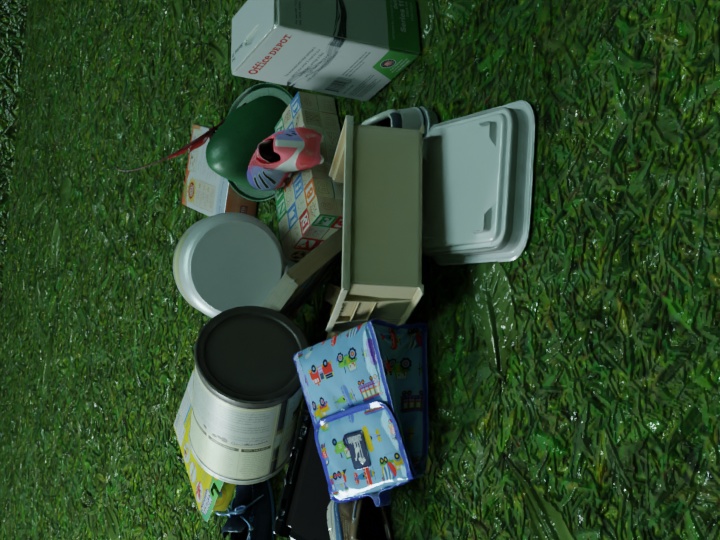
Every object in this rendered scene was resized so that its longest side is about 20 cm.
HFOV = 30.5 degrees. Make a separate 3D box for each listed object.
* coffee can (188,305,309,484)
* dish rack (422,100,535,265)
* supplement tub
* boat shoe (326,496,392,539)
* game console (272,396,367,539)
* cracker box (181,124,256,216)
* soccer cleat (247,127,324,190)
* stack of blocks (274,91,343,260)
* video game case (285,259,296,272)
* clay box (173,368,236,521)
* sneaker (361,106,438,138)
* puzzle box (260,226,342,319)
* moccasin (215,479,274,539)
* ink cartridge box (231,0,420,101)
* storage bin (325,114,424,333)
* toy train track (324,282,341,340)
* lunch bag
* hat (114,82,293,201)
[{"bbox_3d":[-0.147,0.164,1.707,0.201,0.145,0.147,103,157,-50],"label":"coffee can"},{"bbox_3d":[0.118,-0.095,1.462,0.200,0.043,0.174,-5,81,63],"label":"dish rack"},{"bbox_3d":[-0.181,-0.006,1.810,0.200,0.144,0.147,-174,90,-79],"label":"supplement tub"},{"bbox_3d":[0.010,0.342,1.542,0.072,0.072,0.201,-45,50,38],"label":"boat shoe"},{"bbox_3d":[-0.036,0.253,1.704,0.176,0.115,0.202,-71,-4,-76],"label":"game console"},{"bbox_3d":[-0.219,-0.154,2.096,0.200,0.057,0.135,24,106,62],"label":"cracker box"},{"bbox_3d":[-0.117,-0.151,1.755,0.200,0.076,0.067,-13,73,61],"label":"soccer cleat"},{"bbox_3d":[-0.069,-0.127,1.805,0.115,0.058,0.202,-48,44,48],"label":"stack of blocks"},{"bbox_3d":[-0.155,0.058,1.969,0.200,0.023,0.184,25,106,60],"label":"video game case"},{"bbox_3d":[-0.211,0.248,1.873,0.116,0.047,0.201,-67,33,31],"label":"clay box"},{"bbox_3d":[0.018,-0.158,1.633,0.200,0.070,0.074,-32,56,56],"label":"sneaker"},{"bbox_3d":[-0.093,0.035,1.757,0.025,0.133,0.200,44,136,6],"label":"puzzle box"},{"bbox_3d":[-0.161,0.367,1.864,0.080,0.068,0.202,-42,48,51],"label":"moccasin"},{"bbox_3d":[-0.047,-0.291,1.647,0.146,0.198,0.084,-31,57,56],"label":"ink cartridge box"},{"bbox_3d":[0.014,-0.045,1.535,0.199,0.093,0.202,115,157,-71],"label":"storage bin"},{"bbox_3d":[0.000,0.000,1.682,0.115,0.032,0.202,-151,75,-68],"label":"toy train track"},{"bbox_3d":[0.012,0.175,1.542,0.150,0.093,0.202,-26,66,44],"label":"lunch bag"},{"bbox_3d":[-0.204,-0.180,1.889,0.166,0.175,0.201,43,115,31],"label":"hat"}]
